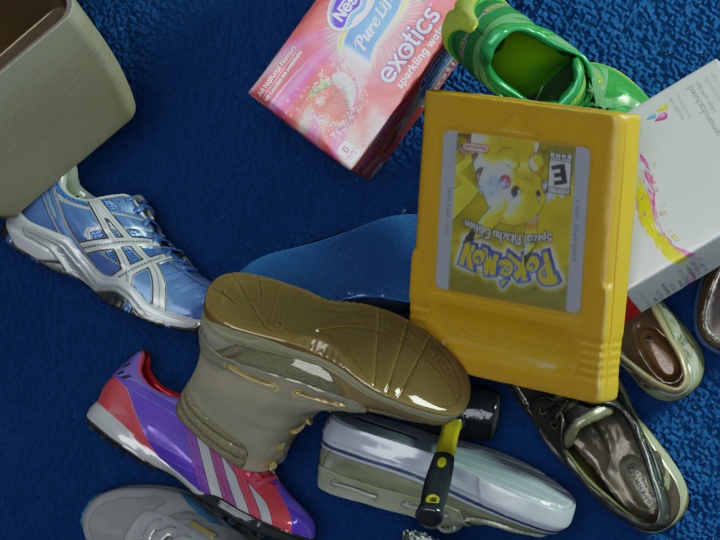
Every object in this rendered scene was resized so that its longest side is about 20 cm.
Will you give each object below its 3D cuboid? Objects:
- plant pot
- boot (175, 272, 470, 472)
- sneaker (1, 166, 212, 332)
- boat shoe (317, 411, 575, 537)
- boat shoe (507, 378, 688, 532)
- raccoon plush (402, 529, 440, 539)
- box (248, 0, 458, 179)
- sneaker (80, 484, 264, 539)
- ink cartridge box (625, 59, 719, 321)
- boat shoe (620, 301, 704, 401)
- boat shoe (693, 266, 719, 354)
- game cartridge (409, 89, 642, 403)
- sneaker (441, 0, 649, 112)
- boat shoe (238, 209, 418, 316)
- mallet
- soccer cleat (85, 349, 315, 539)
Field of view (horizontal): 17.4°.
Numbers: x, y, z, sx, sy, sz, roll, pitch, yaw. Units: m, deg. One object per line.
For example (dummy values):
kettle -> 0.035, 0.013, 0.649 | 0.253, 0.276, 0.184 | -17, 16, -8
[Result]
plant pot -> -0.284, -0.154, 1.734 | 0.200, 0.177, 0.200 | -39, 59, 6
boot -> -0.031, 0.093, 1.703 | 0.200, 0.155, 0.073 | 19, 48, -2
sneaker -> -0.174, -0.014, 1.780 | 0.200, 0.076, 0.077 | 28, 97, 8
boat shoe -> 0.062, 0.161, 1.748 | 0.200, 0.072, 0.062 | 19, 107, 18
boat shoe -> 0.168, 0.107, 1.726 | 0.073, 0.065, 0.200 | -43, 81, 7
raccoon plush -> 0.119, 0.229, 1.740 | 0.200, 0.097, 0.134 | -21, 69, -21
box -> 0.020, -0.178, 1.744 | 0.103, 0.095, 0.200 | 38, 94, 9
sneaker -> -0.120, 0.217, 1.762 | 0.200, 0.081, 0.077 | 22, 93, 10
ink cartridge box -> 0.199, -0.044, 1.663 | 0.200, 0.067, 0.116 | -32, 70, 7
boat shoe -> 0.178, 0.012, 1.728 | 0.200, 0.063, 0.073 | 45, 96, 9
boat shoe -> 0.302, -0.029, 1.704 | 0.072, 0.072, 0.200 | 29, 93, 9
game cartridge -> 0.110, -0.020, 1.646 | 0.176, 0.032, 0.200 | 10, 99, 40
sneaker -> 0.142, -0.127, 1.696 | 0.200, 0.084, 0.074 | 28, 104, -30
boat shoe -> 0.000, 0.000, 1.753 | 0.200, 0.069, 0.084 | -4, 75, -7
mallet -> 0.070, 0.133, 1.681 | 0.066, 0.200, 0.041 | 6, 112, -2
soccer cleat -> -0.110, 0.137, 1.772 | 0.200, 0.068, 0.073 | 32, 89, 11
